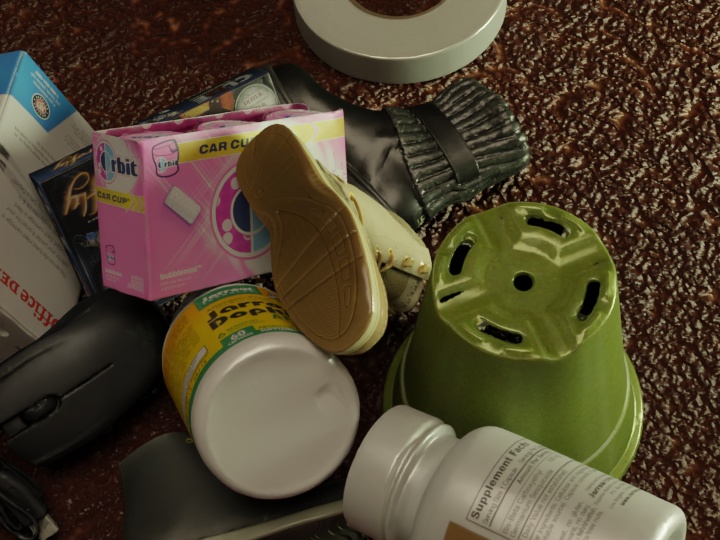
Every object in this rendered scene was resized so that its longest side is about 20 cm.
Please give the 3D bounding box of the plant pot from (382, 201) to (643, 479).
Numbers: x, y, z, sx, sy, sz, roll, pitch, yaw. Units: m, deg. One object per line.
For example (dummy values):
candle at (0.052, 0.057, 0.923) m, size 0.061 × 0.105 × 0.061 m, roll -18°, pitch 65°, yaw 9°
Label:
plant pot at (0.110, 0.053, 0.946) m, size 0.199 × 0.190 × 0.201 m, roll -2°, pitch 58°, yaw 3°

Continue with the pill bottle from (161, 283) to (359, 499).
pill bottle at (-0.079, 0.073, 0.945) m, size 0.112 × 0.113 × 0.200 m, roll -23°, pitch 19°, yaw -10°

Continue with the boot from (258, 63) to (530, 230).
boot at (0.025, -0.126, 1.124) m, size 0.158 × 0.079 × 0.211 m, roll -37°, pitch 73°, yaw -10°

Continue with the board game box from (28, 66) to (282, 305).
board game box at (-0.141, -0.057, 1.060) m, size 0.199 × 0.136 × 0.035 m, roll -29°, pitch 27°, yaw -17°

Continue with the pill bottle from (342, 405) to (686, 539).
pill bottle at (0.094, 0.164, 0.852) m, size 0.199 × 0.115 × 0.115 m, roll 22°, pitch 62°, yaw 26°

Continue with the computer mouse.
computer mouse at (-0.212, 0.091, 0.990) m, size 0.200 × 0.053 × 0.139 m, roll -43°, pitch 108°, yaw -26°

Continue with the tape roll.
tape roll at (0.035, -0.260, 1.234) m, size 0.202 × 0.037 × 0.204 m, roll -1°, pitch 59°, yaw 2°

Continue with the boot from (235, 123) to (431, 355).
boot at (0.000, 0.000, 0.936) m, size 0.073 × 0.155 × 0.200 m, roll -41°, pitch 47°, yaw 12°

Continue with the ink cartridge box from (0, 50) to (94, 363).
ink cartridge box at (-0.280, -0.046, 1.050) m, size 0.085 × 0.147 × 0.201 m, roll -5°, pitch 56°, yaw 24°

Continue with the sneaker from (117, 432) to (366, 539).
sneaker at (-0.079, 0.155, 0.963) m, size 0.199 × 0.075 × 0.107 m, roll -14°, pitch 58°, yaw -3°

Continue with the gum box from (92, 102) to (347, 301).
gum box at (-0.095, -0.057, 0.998) m, size 0.199 × 0.114 × 0.066 m, roll -14°, pitch 19°, yaw -40°
